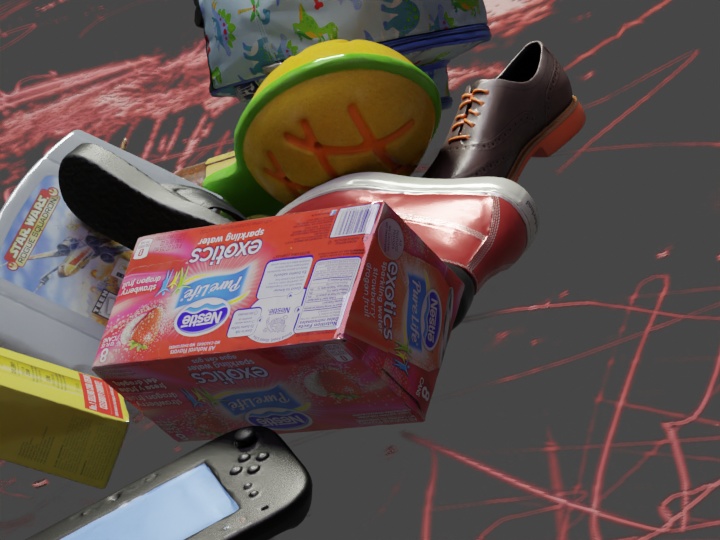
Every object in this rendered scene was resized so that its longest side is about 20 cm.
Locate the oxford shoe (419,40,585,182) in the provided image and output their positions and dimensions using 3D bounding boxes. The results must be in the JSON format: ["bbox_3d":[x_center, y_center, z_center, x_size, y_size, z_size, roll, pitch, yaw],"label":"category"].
[{"bbox_3d":[0.078,-0.090,1.836,0.071,0.073,0.200,-4,28,41],"label":"oxford shoe"}]

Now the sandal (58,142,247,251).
[{"bbox_3d":[-0.110,-0.028,1.743,0.200,0.076,0.048,35,47,18],"label":"sandal"}]

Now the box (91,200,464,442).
[{"bbox_3d":[-0.050,0.034,1.593,0.199,0.095,0.100,-8,51,37],"label":"box"}]

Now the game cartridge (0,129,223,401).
[{"bbox_3d":[-0.186,-0.002,1.781,0.042,0.133,0.201,-57,8,52],"label":"game cartridge"}]

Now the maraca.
[{"bbox_3d":[-0.027,-0.086,1.830,0.200,0.137,0.107,-46,38,44],"label":"maraca"}]

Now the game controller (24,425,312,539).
[{"bbox_3d":[-0.123,0.153,1.494,0.199,0.042,0.104,-28,20,-11],"label":"game controller"}]

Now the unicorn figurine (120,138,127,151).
[{"bbox_3d":[-0.245,-0.001,1.993,0.137,0.074,0.200,-8,38,13],"label":"unicorn figurine"}]

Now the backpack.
[{"bbox_3d":[-0.003,-0.176,2.000,0.182,0.148,0.200,-14,2,-37],"label":"backpack"}]

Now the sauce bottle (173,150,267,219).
[{"bbox_3d":[-0.096,-0.055,1.954,0.199,0.066,0.066,-15,21,20],"label":"sauce bottle"}]

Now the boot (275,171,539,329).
[{"bbox_3d":[0.000,0.000,1.708,0.199,0.073,0.144,-4,29,35],"label":"boot"}]

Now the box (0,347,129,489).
[{"bbox_3d":[-0.245,0.074,1.638,0.199,0.050,0.075,19,13,-14],"label":"box"}]
